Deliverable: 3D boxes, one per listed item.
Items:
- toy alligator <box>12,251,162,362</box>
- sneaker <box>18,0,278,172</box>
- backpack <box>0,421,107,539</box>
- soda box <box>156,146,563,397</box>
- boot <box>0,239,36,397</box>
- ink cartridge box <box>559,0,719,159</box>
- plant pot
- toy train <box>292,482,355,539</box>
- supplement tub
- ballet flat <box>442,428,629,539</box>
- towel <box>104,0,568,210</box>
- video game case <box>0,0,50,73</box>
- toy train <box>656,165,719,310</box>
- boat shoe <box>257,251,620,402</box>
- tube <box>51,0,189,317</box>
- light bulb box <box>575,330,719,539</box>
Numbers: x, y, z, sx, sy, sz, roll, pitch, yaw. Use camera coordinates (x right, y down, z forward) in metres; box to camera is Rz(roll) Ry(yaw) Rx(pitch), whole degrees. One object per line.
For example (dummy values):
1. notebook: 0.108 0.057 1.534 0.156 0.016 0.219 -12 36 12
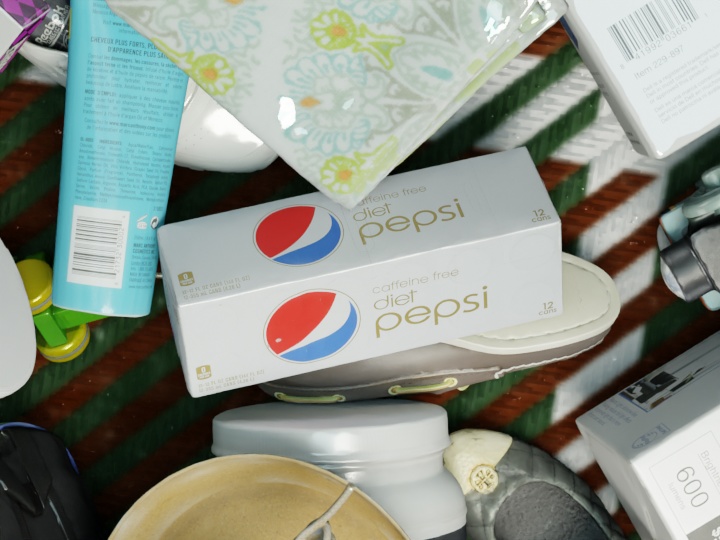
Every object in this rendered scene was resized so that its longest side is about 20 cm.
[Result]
1. toy alligator: -0.164 0.010 1.371 0.199 0.059 0.054 -22 53 2
2. sneaker: -0.128 -0.112 1.347 0.200 0.081 0.077 31 92 -3
3. backpack: -0.210 0.188 1.319 0.146 0.183 0.201 -15 86 23
4. soda box: 0.000 0.000 1.307 0.199 0.064 0.068 -13 134 -8
5. boot: -0.250 -0.012 1.323 0.095 0.073 0.200 -29 92 40
6. ink cartridge box: 0.160 -0.180 1.335 0.145 0.088 0.200 -32 95 2
7. plant pot: -0.043 0.188 1.257 0.199 0.027 0.201 2 94 22
8. toy train: -0.030 0.207 1.200 0.116 0.085 0.200 44 109 2
9. supplement tub: -0.013 0.174 1.334 0.140 0.140 0.201 -2 94 1
10. ballet flat: 0.118 0.159 1.373 0.200 0.057 0.066 45 94 -2
11. towel: -0.022 -0.145 1.239 0.200 0.048 0.171 42 116 -10
12. video game case: -0.283 -0.140 1.326 0.200 0.036 0.181 43 125 -2
13. toy train: 0.243 -0.045 1.329 0.200 0.114 0.085 -31 95 4
14. boat shoe: 0.038 0.033 1.364 0.199 0.060 0.072 -6 50 -2
15. tube: -0.120 -0.078 1.301 0.077 0.050 0.201 5 96 -25
16. light bulb box: 0.251 0.116 1.315 0.200 0.125 0.199 -31 101 -4
